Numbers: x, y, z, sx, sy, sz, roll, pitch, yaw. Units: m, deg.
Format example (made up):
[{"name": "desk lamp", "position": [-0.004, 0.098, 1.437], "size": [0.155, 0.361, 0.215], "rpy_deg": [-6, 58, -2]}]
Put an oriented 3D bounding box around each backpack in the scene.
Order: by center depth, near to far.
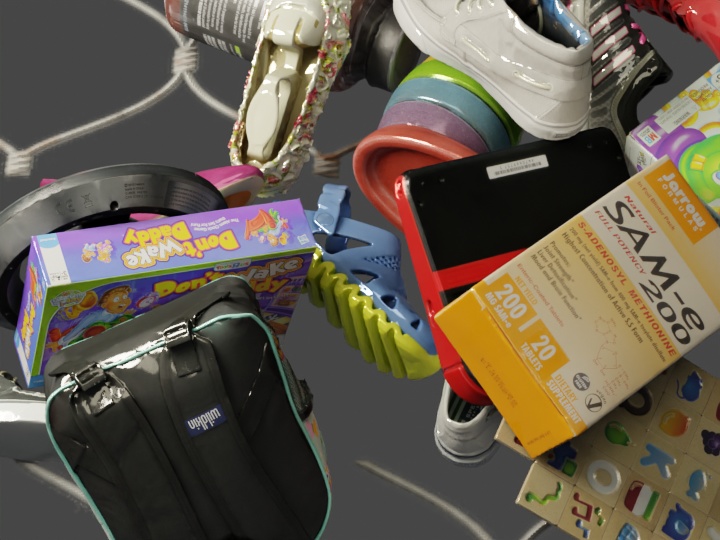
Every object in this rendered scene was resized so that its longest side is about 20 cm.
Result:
[{"name": "backpack", "position": [-0.113, 0.121, 1.523], "size": [0.176, 0.153, 0.200], "rpy_deg": [-26, 104, -1]}]

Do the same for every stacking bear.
[{"name": "stacking bear", "position": [0.088, -0.128, 1.701], "size": [0.114, 0.122, 0.200], "rpy_deg": [28, 56, 10]}]

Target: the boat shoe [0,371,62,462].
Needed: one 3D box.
[{"name": "boat shoe", "position": [-0.280, 0.100, 1.610], "size": [0.200, 0.069, 0.057], "rpy_deg": [3, 60, 7]}]

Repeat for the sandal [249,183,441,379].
[{"name": "sandal", "position": [0.000, 0.000, 1.647], "size": [0.087, 0.080, 0.200], "rpy_deg": [-37, 66, -21]}]

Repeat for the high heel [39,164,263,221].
[{"name": "high heel", "position": [-0.164, -0.062, 1.665], "size": [0.200, 0.067, 0.096], "rpy_deg": [-27, 65, 28]}]

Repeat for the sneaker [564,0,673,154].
[{"name": "sneaker", "position": [0.203, -0.175, 1.714], "size": [0.087, 0.074, 0.200], "rpy_deg": [4, 83, 3]}]

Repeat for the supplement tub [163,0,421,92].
[{"name": "supplement tub", "position": [-0.049, -0.209, 1.750], "size": [0.200, 0.107, 0.107], "rpy_deg": [22, 64, 14]}]

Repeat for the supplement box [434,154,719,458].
[{"name": "supplement box", "position": [0.170, 0.024, 1.535], "size": [0.200, 0.074, 0.126], "rpy_deg": [-34, 87, -28]}]

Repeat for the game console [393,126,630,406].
[{"name": "game console", "position": [0.130, -0.004, 1.591], "size": [0.200, 0.031, 0.177], "rpy_deg": [-14, 83, -30]}]

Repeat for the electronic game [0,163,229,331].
[{"name": "electronic game", "position": [-0.190, -0.013, 1.591], "size": [0.200, 0.200, 0.042], "rpy_deg": [-17, 60, -6]}]

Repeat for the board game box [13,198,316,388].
[{"name": "board game box", "position": [-0.144, 0.017, 1.581], "size": [0.200, 0.135, 0.045], "rpy_deg": [-9, 59, -21]}]

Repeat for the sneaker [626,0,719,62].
[{"name": "sneaker", "position": [0.246, -0.212, 1.764], "size": [0.115, 0.078, 0.200], "rpy_deg": [-19, 49, 2]}]

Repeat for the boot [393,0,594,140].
[{"name": "boot", "position": [0.103, -0.189, 1.624], "size": [0.073, 0.096, 0.200], "rpy_deg": [-29, 55, -31]}]

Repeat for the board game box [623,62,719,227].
[{"name": "board game box", "position": [0.302, -0.041, 1.635], "size": [0.103, 0.105, 0.200], "rpy_deg": [-37, 66, -17]}]

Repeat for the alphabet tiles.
[{"name": "alphabet tiles", "position": [0.198, 0.128, 1.554], "size": [0.200, 0.006, 0.167], "rpy_deg": [31, 64, -8]}]

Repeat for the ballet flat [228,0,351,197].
[{"name": "ballet flat", "position": [-0.053, -0.154, 1.661], "size": [0.075, 0.064, 0.200], "rpy_deg": [12, 90, 17]}]

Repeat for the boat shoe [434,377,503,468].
[{"name": "boat shoe", "position": [0.108, 0.049, 1.616], "size": [0.073, 0.067, 0.200], "rpy_deg": [12, 62, 10]}]
